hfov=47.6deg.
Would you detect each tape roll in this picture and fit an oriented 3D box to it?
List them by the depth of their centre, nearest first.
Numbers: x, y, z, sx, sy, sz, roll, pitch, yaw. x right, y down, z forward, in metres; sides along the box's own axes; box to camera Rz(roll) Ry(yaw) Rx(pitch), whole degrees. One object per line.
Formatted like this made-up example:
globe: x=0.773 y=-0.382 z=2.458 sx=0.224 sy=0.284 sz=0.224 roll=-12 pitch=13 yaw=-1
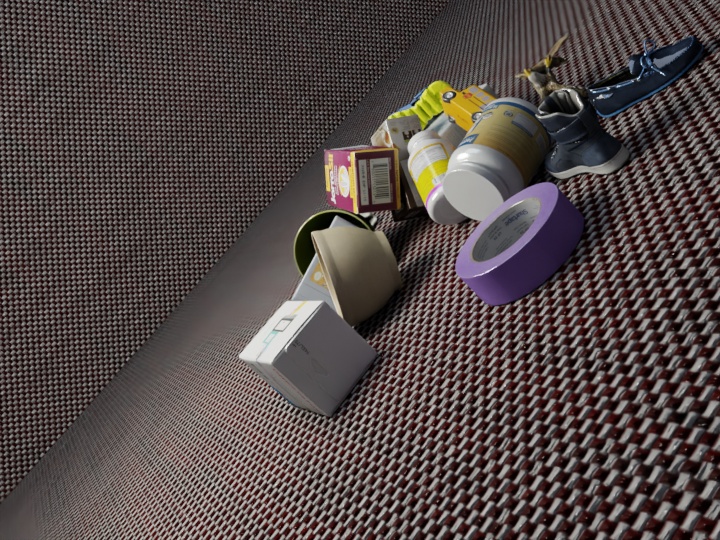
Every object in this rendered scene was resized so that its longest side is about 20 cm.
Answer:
tape roll: x=0.241 y=-0.042 z=1.249 sx=0.200 sy=0.066 sz=0.200 roll=-42 pitch=16 yaw=15

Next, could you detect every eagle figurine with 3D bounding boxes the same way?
eagle figurine: x=0.373 y=-0.345 z=1.591 sx=0.152 sy=0.151 sz=0.200 roll=101 pitch=161 yaw=-44

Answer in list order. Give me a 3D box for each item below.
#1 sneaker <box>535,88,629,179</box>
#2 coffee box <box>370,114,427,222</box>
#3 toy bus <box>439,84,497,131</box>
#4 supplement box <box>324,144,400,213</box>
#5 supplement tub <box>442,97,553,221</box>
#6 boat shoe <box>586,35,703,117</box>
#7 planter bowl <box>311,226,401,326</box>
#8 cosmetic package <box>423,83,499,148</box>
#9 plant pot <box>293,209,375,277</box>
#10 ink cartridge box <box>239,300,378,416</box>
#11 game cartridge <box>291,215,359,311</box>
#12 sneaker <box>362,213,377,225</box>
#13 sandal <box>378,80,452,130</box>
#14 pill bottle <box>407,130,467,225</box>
sneaker: x=0.330 y=-0.222 z=1.327 sx=0.077 sy=0.146 sz=0.202 roll=-50 pitch=15 yaw=-10
coffee box: x=0.098 y=-0.219 z=1.766 sx=0.080 sy=0.200 sz=0.114 roll=-13 pitch=-8 yaw=-18
toy bus: x=0.244 y=-0.318 z=1.664 sx=0.078 sy=0.065 sz=0.200 roll=-33 pitch=44 yaw=-9
supplement box: x=0.002 y=-0.200 z=1.759 sx=0.103 sy=0.131 sz=0.200 roll=-8 pitch=12 yaw=-19
supplement tub: x=0.247 y=-0.201 z=1.478 sx=0.145 sy=0.145 sz=0.200 roll=-21 pitch=29 yaw=56
boat shoe: x=0.470 y=-0.330 z=1.369 sx=0.200 sy=0.069 sz=0.084 roll=-35 pitch=19 yaw=34
planter bowl: x=0.000 y=0.000 z=1.582 sx=0.135 sy=0.201 sz=0.200 roll=-19 pitch=15 yaw=-5
cosmetic package: x=0.217 y=-0.300 z=1.848 sx=0.200 sy=0.123 sz=0.199 roll=-47 pitch=16 yaw=-10
plant pot: x=-0.036 y=-0.060 z=1.845 sx=0.187 sy=0.187 sz=0.200 roll=-41 pitch=4 yaw=17
ink cartridge box: x=-0.097 y=0.154 z=1.476 sx=0.146 sy=0.147 sz=0.200 roll=-50 pitch=17 yaw=-18
game cartridge: x=-0.039 y=0.003 z=1.698 sx=0.200 sy=0.133 sz=0.042 roll=-63 pitch=0 yaw=-6
sneaker: x=-0.030 y=-0.079 z=2.027 sx=0.092 sy=0.076 sz=0.200 roll=-18 pitch=33 yaw=51
sandal: x=0.127 y=-0.356 z=1.868 sx=0.200 sy=0.080 sz=0.087 roll=-35 pitch=14 yaw=12
pill bottle: x=0.157 y=-0.191 z=1.627 sx=0.104 sy=0.104 sz=0.200 roll=-39 pitch=44 yaw=21
